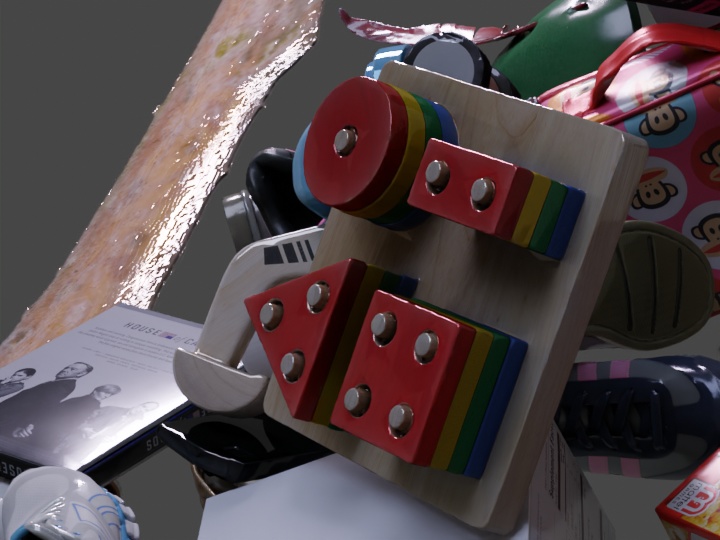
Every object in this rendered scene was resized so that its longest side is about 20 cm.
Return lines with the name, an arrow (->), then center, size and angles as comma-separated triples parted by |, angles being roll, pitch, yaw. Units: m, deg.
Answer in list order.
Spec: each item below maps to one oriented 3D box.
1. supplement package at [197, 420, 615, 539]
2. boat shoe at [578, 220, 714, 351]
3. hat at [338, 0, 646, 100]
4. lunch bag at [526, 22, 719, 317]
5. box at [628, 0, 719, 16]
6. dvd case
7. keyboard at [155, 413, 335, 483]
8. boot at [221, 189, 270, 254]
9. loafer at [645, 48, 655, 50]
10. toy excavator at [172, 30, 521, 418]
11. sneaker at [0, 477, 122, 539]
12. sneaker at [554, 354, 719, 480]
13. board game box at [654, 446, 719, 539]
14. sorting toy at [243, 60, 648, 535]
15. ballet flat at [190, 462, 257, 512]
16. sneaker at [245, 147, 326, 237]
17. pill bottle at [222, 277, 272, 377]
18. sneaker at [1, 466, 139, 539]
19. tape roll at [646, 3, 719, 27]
supplement package -> 0.020, 0.173, 1.260 | 0.199, 0.111, 0.156 | -20, 29, 17
boat shoe -> 0.109, 0.011, 1.351 | 0.199, 0.075, 0.068 | -2, 0, -39
hat -> 0.084, -0.110, 1.540 | 0.175, 0.167, 0.200 | -9, -1, 0
lunch bag -> 0.191, -0.063, 1.412 | 0.199, 0.177, 0.082 | -20, 29, 18
box -> 0.247, -0.210, 1.418 | 0.199, 0.123, 0.106 | 8, -4, -15
dvd case -> -0.169, 0.081, 1.592 | 0.150, 0.025, 0.200 | 14, 30, 37
keyboard -> -0.014, 0.107, 1.395 | 0.199, 0.040, 0.104 | -7, 21, -40
boot -> 0.014, -0.042, 1.650 | 0.199, 0.073, 0.182 | -18, -2, 0
loafer -> 0.201, -0.120, 1.617 | 0.199, 0.063, 0.072 | 0, 38, 45
toy excavator -> -0.009, -0.023, 1.365 | 0.199, 0.196, 0.100 | -7, -11, 16
sneaker -> -0.196, 0.142, 1.591 | 0.084, 0.073, 0.200 | 2, 22, -5
sneaker -> 0.121, 0.084, 1.328 | 0.082, 0.071, 0.199 | -9, 2, -41
board game box -> 0.264, 0.111, 1.194 | 0.151, 0.046, 0.200 | -41, 30, -19
sorting toy -> 0.024, 0.002, 1.219 | 0.198, 0.069, 0.201 | 23, 94, 52
ballet flat -> -0.047, 0.131, 1.434 | 0.068, 0.073, 0.200 | -39, 29, -15
sneaker -> 0.000, 0.000, 1.437 | 0.200, 0.086, 0.081 | 38, 94, 22
pill bottle -> 0.020, 0.006, 1.534 | 0.199, 0.110, 0.110 | -22, 29, 14
sneaker -> -0.164, 0.154, 1.349 | 0.075, 0.087, 0.200 | -43, 35, -1
tape roll -> 0.277, -0.248, 1.600 | 0.139, 0.203, 0.203 | 0, 40, 38
